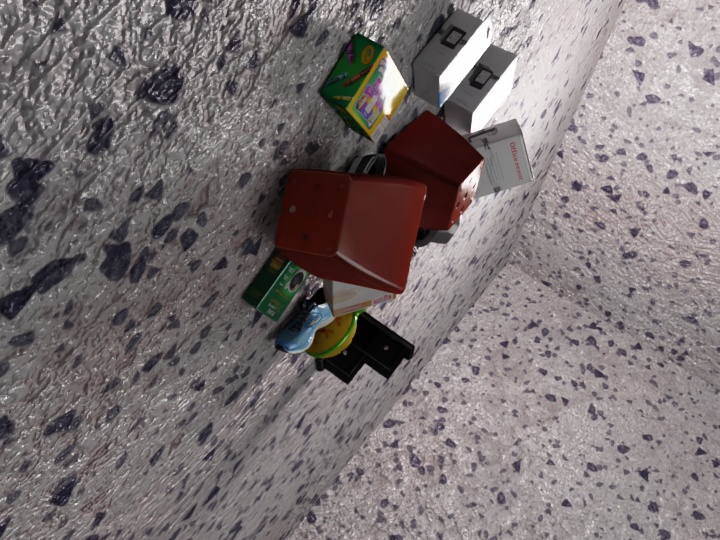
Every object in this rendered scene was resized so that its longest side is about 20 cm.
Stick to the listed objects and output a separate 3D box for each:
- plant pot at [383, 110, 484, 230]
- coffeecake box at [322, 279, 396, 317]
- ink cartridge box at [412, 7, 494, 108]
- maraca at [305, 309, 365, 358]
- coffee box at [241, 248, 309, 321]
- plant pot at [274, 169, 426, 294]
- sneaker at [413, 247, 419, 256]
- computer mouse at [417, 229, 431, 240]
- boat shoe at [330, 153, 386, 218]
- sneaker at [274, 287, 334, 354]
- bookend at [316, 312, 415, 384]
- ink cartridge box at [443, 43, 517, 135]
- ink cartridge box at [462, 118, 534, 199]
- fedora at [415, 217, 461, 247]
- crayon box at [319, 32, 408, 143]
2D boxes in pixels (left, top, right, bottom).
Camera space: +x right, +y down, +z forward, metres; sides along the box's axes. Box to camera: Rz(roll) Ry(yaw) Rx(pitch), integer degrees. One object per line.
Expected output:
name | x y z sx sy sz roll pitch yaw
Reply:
plant pot | 0.164 -0.207 1.640 0.200 0.176 0.200 -47 156 -40
coffeecake box | 0.000 0.000 1.568 0.153 0.073 0.200 -16 145 -13
ink cartridge box | 0.192 -0.450 1.498 0.200 0.067 0.116 -52 163 -14
maraca | -0.060 0.128 1.755 0.200 0.137 0.107 -51 128 -17
coffee box | -0.141 -0.003 1.414 0.200 0.044 0.123 -56 162 -5
plant pot | -0.031 -0.084 1.253 0.176 0.200 0.200 16 86 -55
sneaker | 0.126 -0.092 1.992 0.090 0.078 0.200 -29 -165 39
computer mouse | 0.143 -0.173 1.810 0.138 0.053 0.200 -16 -123 65
boat shoe | 0.004 -0.142 1.416 0.074 0.068 0.200 43 56 -34
sneaker | -0.130 0.107 1.639 0.200 0.078 0.090 -48 145 -42
bookend | 0.013 0.246 2.040 0.200 0.199 0.092 -49 164 -23
ink cartridge box | 0.292 -0.434 1.787 0.200 0.083 0.145 -52 163 -16
ink cartridge box | 0.305 -0.264 1.767 0.085 0.200 0.146 -90 160 -50
fedora | 0.193 -0.135 1.854 0.177 0.090 0.200 -64 -157 14
crayon box | 0.011 -0.310 1.258 0.119 0.058 0.200 -58 163 2
